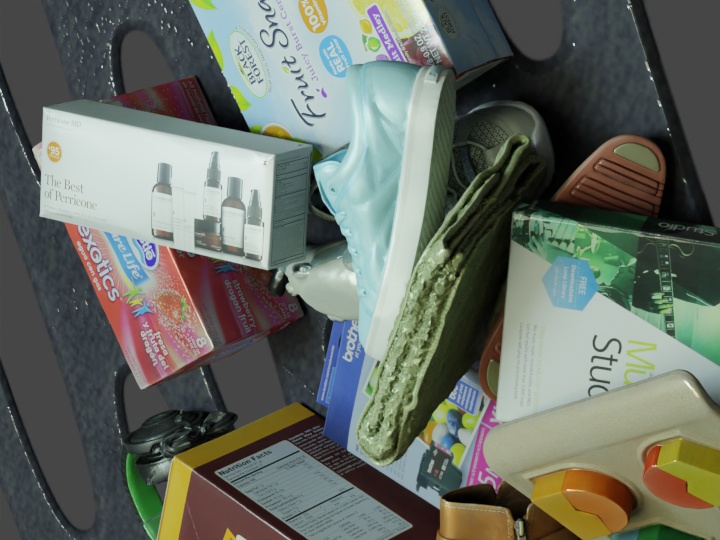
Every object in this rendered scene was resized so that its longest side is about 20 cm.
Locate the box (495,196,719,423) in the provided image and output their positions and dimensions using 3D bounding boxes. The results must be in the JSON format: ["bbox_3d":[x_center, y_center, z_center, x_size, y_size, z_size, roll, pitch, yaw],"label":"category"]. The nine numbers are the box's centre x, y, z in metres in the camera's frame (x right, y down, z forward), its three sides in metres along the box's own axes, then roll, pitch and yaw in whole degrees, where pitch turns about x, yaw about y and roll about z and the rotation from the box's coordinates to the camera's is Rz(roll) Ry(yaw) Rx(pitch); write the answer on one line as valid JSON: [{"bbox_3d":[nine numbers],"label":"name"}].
[{"bbox_3d":[0.187,0.040,1.560,0.200,0.036,0.144,8,113,13],"label":"box"}]

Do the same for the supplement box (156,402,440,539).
[{"bbox_3d":[-0.037,0.240,1.829,0.200,0.133,0.197,32,125,31],"label":"supplement box"}]

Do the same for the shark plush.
[{"bbox_3d":[0.000,0.000,1.754,0.200,0.083,0.091,-9,126,52],"label":"shark plush"}]

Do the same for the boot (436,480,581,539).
[{"bbox_3d":[0.062,0.224,1.696,0.074,0.200,0.155,37,139,58],"label":"boot"}]

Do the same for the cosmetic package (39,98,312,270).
[{"bbox_3d":[-0.130,-0.061,1.738,0.200,0.051,0.083,12,105,31],"label":"cosmetic package"}]

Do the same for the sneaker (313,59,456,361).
[{"bbox_3d":[0.009,-0.042,1.625,0.082,0.074,0.200,13,106,15],"label":"sneaker"}]

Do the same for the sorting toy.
[{"bbox_3d":[0.199,0.149,1.576,0.200,0.036,0.185,41,141,-25],"label":"sorting toy"}]

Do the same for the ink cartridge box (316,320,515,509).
[{"bbox_3d":[0.042,0.093,1.769,0.200,0.042,0.119,32,124,33],"label":"ink cartridge box"}]

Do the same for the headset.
[{"bbox_3d":[-0.138,0.162,1.923,0.124,0.094,0.200,53,144,15],"label":"headset"}]

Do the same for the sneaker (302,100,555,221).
[{"bbox_3d":[0.045,-0.058,1.679,0.200,0.082,0.075,-17,93,45],"label":"sneaker"}]

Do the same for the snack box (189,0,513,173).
[{"bbox_3d":[-0.014,-0.173,1.704,0.200,0.068,0.169,-30,84,47],"label":"snack box"}]

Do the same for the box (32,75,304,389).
[{"bbox_3d":[-0.140,-0.029,1.852,0.095,0.103,0.200,-29,83,44],"label":"box"}]

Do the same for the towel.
[{"bbox_3d":[0.057,0.019,1.606,0.036,0.148,0.200,27,131,13],"label":"towel"}]

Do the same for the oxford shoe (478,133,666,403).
[{"bbox_3d":[0.129,-0.010,1.627,0.071,0.074,0.200,27,111,-13],"label":"oxford shoe"}]
